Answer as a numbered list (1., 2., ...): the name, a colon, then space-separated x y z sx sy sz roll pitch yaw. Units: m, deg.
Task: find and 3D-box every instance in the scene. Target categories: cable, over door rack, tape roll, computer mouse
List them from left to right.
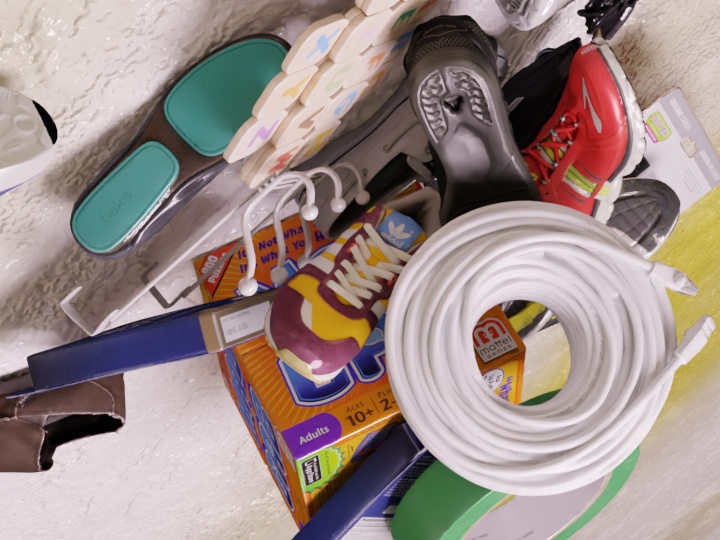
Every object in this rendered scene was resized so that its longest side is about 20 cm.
1. over door rack: -0.093 -0.008 0.979 0.199 0.067 0.148 -29 179 16
2. tape roll: 0.120 0.172 1.046 0.199 0.048 0.201 -24 149 -16
3. cable: 0.114 0.052 0.931 0.200 0.199 0.069 -55 178 -10
4. computer mouse: 0.150 -0.157 1.065 0.140 0.046 0.200 -44 167 -52

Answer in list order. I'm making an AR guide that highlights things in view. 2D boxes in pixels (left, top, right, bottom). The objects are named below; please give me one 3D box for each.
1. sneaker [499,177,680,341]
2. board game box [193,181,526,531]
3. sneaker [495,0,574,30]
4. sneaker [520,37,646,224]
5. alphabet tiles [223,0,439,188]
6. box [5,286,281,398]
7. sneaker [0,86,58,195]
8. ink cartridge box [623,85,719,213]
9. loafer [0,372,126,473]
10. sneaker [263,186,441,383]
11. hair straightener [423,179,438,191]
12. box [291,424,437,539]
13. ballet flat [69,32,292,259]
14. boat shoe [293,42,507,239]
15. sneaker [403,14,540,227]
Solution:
1. sneaker: 0.182 -0.010 1.151 0.199 0.075 0.085 -35 168 15
2. board game box: 0.001 0.080 1.140 0.199 0.200 0.200 -24 148 -12
3. sneaker: 0.155 -0.257 0.929 0.099 0.078 0.200 -23 158 -26
4. sneaker: 0.153 -0.083 1.007 0.084 0.077 0.201 -15 145 -14
5. alphabet tiles: -0.009 -0.137 0.915 0.200 0.015 0.195 -52 170 35
6. box: -0.157 0.053 1.005 0.199 0.033 0.121 -15 -178 26
7. sneaker: -0.294 -0.037 0.841 0.199 0.081 0.147 -16 155 -30
8. ink cartridge box: 0.210 -0.093 1.188 0.175 0.084 0.200 -37 149 10
9. loafer: -0.277 0.129 1.090 0.199 0.071 0.073 -24 149 -12
10. sneaker: 0.000 0.000 0.970 0.090 0.075 0.200 -51 -179 34
11. hair straightener: 0.092 -0.043 1.164 0.041 0.077 0.200 -33 149 1
12. box: 0.035 0.176 1.064 0.121 0.032 0.200 12 128 -50
13. ballet flat: -0.119 -0.086 0.936 0.200 0.073 0.073 -43 148 7
14. boat shoe: 0.041 -0.095 1.053 0.200 0.067 0.074 -38 149 11
15. sneaker: 0.080 -0.101 0.975 0.076 0.115 0.200 -13 133 13
